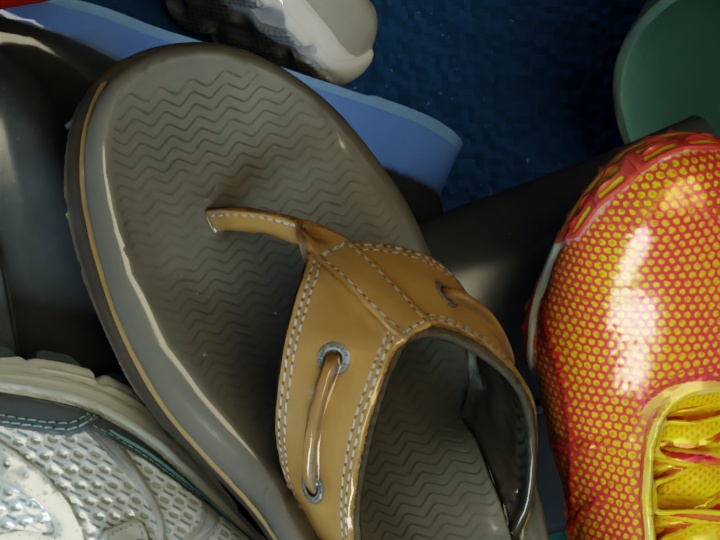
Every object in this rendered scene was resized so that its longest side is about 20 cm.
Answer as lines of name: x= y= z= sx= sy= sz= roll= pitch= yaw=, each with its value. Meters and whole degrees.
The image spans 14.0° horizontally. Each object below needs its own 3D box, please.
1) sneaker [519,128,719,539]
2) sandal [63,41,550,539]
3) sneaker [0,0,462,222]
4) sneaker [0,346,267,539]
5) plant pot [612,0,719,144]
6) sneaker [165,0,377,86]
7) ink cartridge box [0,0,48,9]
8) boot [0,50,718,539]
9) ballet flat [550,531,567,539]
sneaker: x=0.080 y=0.062 z=0.687 sx=0.073 sy=0.077 sz=0.201 roll=-11 pitch=118 yaw=-15
sandal: x=0.005 y=0.038 z=0.625 sx=0.082 sy=0.055 sz=0.200 roll=-17 pitch=80 yaw=-34
sneaker: x=-0.069 y=-0.022 z=0.744 sx=0.199 sy=0.070 sz=0.078 roll=15 pitch=82 yaw=-20
sneaker: x=-0.040 y=0.087 z=0.645 sx=0.200 sy=0.086 sz=0.078 roll=30 pitch=106 yaw=-32
plant pot: x=0.189 y=-0.085 z=0.787 sx=0.200 sy=0.200 sz=0.161 roll=33 pitch=65 yaw=-17
sneaker: x=-0.045 y=-0.140 z=0.754 sx=0.082 sy=0.075 sz=0.200 roll=-34 pitch=100 yaw=-18
ink cartridge box: x=-0.169 y=-0.134 z=0.633 sx=0.199 sy=0.084 sz=0.176 roll=-11 pitch=134 yaw=-10
boot: x=0.000 y=0.001 z=0.702 sx=0.199 sy=0.066 sz=0.165 roll=-14 pitch=120 yaw=-10
ballet flat: x=0.007 y=0.079 z=0.770 sx=0.200 sy=0.067 sz=0.071 roll=-29 pitch=100 yaw=-20
